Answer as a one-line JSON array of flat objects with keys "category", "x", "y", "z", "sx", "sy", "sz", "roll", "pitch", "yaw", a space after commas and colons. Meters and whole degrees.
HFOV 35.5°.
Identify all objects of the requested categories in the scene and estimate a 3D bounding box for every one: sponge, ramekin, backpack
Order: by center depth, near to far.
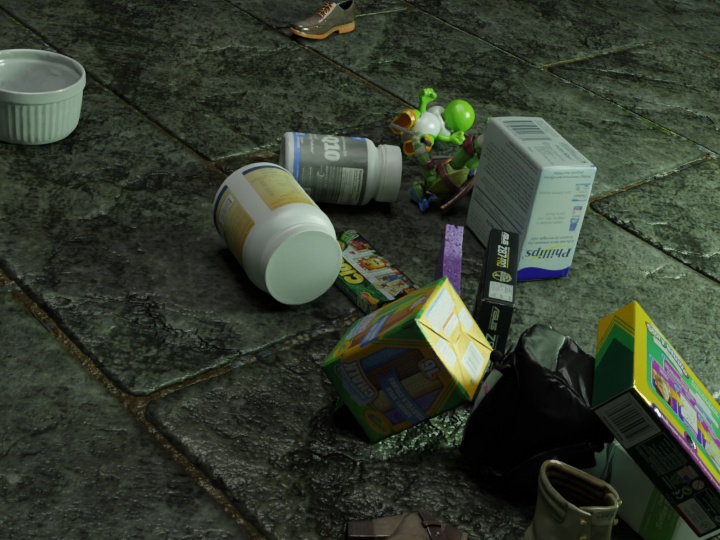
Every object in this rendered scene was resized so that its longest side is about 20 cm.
[{"category": "backpack", "x": 0.207, "y": 0.174, "z": 1.320, "sx": 0.167, "sy": 0.201, "sz": 0.126, "roll": 45, "pitch": 43, "yaw": 15}, {"category": "sponge", "x": 0.121, "y": 0.029, "z": 1.614, "sx": 0.029, "sy": 0.113, "sz": 0.201, "roll": 11, "pitch": 31, "yaw": 0}, {"category": "ramekin", "x": -0.582, "y": -0.301, "z": 1.971, "sx": 0.197, "sy": 0.106, "sz": 0.201, "roll": 7, "pitch": 30, "yaw": -4}]

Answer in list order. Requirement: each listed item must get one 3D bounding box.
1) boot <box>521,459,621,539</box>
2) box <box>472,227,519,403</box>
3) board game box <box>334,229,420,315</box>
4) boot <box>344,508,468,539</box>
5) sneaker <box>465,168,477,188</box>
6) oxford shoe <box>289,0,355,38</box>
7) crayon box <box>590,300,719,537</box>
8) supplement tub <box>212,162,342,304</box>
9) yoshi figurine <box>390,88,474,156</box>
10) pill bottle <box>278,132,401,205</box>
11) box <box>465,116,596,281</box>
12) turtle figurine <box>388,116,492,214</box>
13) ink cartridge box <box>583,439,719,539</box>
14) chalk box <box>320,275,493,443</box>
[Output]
[{"category": "boot", "x": 0.243, "y": 0.304, "z": 1.149, "sx": 0.071, "sy": 0.156, "sz": 0.200, "roll": -15, "pitch": 38, "yaw": -35}, {"category": "box", "x": 0.177, "y": 0.060, "z": 1.529, "sx": 0.048, "sy": 0.163, "sz": 0.201, "roll": 11, "pitch": 29, "yaw": 3}, {"category": "board game box", "x": 0.000, "y": 0.000, "z": 1.717, "sx": 0.104, "sy": 0.024, "sz": 0.200, "roll": -15, "pitch": 38, "yaw": -31}, {"category": "boot", "x": 0.056, "y": 0.321, "z": 1.158, "sx": 0.144, "sy": 0.071, "sz": 0.201, "roll": 9, "pitch": 31, "yaw": -5}, {"category": "sneaker", "x": 0.225, "y": -0.156, "z": 2.003, "sx": 0.076, "sy": 0.077, "sz": 0.201, "roll": -6, "pitch": 26, "yaw": 9}, {"category": "oxford shoe", "x": -0.088, "y": -0.585, "z": 2.606, "sx": 0.071, "sy": 0.074, "sz": 0.199, "roll": 29, "pitch": 36, "yaw": 29}, {"category": "crayon box", "x": 0.337, "y": 0.160, "z": 1.241, "sx": 0.200, "sy": 0.058, "sz": 0.173, "roll": 49, "pitch": 29, "yaw": -14}, {"category": "supplement tub", "x": -0.122, "y": -0.054, "z": 1.651, "sx": 0.143, "sy": 0.146, "sz": 0.200, "roll": -8, "pitch": 35, "yaw": -26}, {"category": "yoshi figurine", "x": 0.150, "y": -0.284, "z": 2.142, "sx": 0.111, "sy": 0.114, "sz": 0.199, "roll": 24, "pitch": 28, "yaw": 24}, {"category": "pill bottle", "x": -0.035, "y": -0.169, "z": 1.896, "sx": 0.197, "sy": 0.115, "sz": 0.114, "roll": 3, "pitch": 31, "yaw": -11}, {"category": "box", "x": 0.269, "y": -0.117, "z": 1.807, "sx": 0.103, "sy": 0.202, "sz": 0.184, "roll": -3, "pitch": 33, "yaw": -22}, {"category": "turtle figurine", "x": 0.156, "y": -0.214, "z": 1.939, "sx": 0.192, "sy": 0.144, "sz": 0.202, "roll": -25, "pitch": 36, "yaw": 26}, {"category": "ink cartridge box", "x": 0.357, "y": 0.233, "z": 1.367, "sx": 0.144, "sy": 0.085, "sz": 0.200, "roll": -13, "pitch": 38, "yaw": -32}, {"category": "chalk box", "x": 0.043, "y": 0.117, "z": 1.395, "sx": 0.199, "sy": 0.125, "sz": 0.125, "roll": -27, "pitch": 13, "yaw": 31}]
